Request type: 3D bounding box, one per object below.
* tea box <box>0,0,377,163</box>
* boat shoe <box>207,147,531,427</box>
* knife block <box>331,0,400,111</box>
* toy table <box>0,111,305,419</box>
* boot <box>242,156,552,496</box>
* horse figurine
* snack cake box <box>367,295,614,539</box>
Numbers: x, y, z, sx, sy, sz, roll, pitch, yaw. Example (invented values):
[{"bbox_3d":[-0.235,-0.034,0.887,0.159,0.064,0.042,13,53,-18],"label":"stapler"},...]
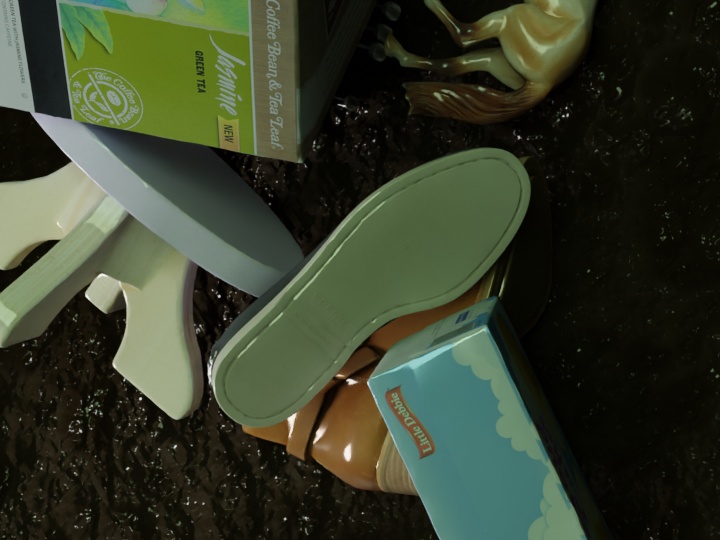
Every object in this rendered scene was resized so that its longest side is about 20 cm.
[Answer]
[{"bbox_3d":[-0.093,-0.183,1.033,0.196,0.134,0.200,11,46,12],"label":"tea box"},{"bbox_3d":[0.000,0.000,1.027,0.200,0.063,0.073,-40,109,1],"label":"boat shoe"},{"bbox_3d":[-0.078,-0.169,1.171,0.175,0.064,0.201,-28,69,17],"label":"knife block"},{"bbox_3d":[-0.138,-0.020,1.096,0.200,0.184,0.117,44,107,20],"label":"toy table"},{"bbox_3d":[0.016,0.021,1.088,0.154,0.074,0.201,14,83,30],"label":"boot"},{"bbox_3d":[0.093,-0.160,1.091,0.132,0.050,0.201,21,81,9],"label":"horse figurine"},{"bbox_3d":[0.079,0.121,0.973,0.067,0.115,0.201,-25,93,8],"label":"snack cake box"}]
